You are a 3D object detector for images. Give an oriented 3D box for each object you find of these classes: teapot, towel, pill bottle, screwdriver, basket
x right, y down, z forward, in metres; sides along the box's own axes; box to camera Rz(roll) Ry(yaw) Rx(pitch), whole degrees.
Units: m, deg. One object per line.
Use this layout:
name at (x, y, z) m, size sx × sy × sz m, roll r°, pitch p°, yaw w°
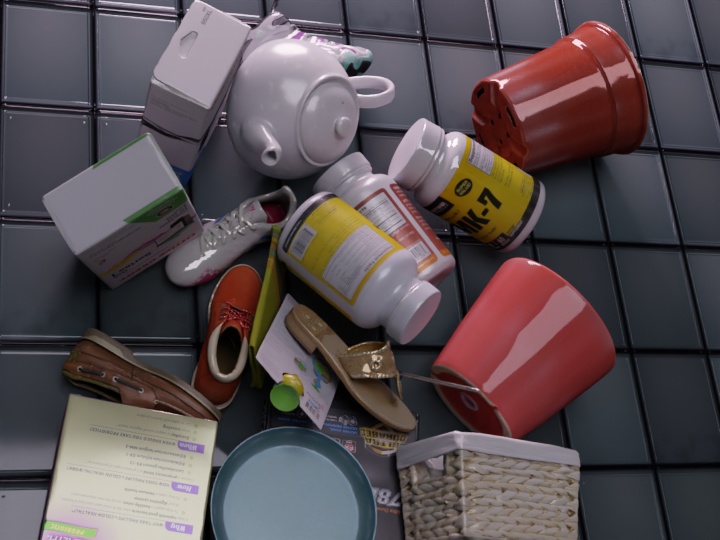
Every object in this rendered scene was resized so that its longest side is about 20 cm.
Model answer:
teapot at (-0.067, -0.206, 1.623) m, size 0.145 × 0.197 × 0.202 m, roll 19°, pitch 82°, yaw 36°
towel at (-0.118, 0.043, 1.537) m, size 0.018 × 0.087 × 0.201 m, roll 2°, pitch 47°, yaw 7°
pill bottle at (0.000, 0.000, 1.535) m, size 0.199 × 0.113 × 0.112 m, roll 38°, pitch 58°, yaw 18°
pill bottle at (0.144, -0.118, 1.692) m, size 0.199 × 0.114 × 0.115 m, roll 29°, pitch 59°, yaw -15°
pill bottle at (0.027, -0.053, 1.640) m, size 0.112 × 0.112 × 0.201 m, roll -31°, pitch 77°, yaw -28°
screwdriver at (0.063, 0.136, 1.541) m, size 0.199 × 0.028 × 0.029 m, roll 15°, pitch 77°, yaw 37°
basket at (0.155, 0.275, 1.489) m, size 0.198 × 0.135 × 0.125 m, roll 14°, pitch 66°, yaw -31°

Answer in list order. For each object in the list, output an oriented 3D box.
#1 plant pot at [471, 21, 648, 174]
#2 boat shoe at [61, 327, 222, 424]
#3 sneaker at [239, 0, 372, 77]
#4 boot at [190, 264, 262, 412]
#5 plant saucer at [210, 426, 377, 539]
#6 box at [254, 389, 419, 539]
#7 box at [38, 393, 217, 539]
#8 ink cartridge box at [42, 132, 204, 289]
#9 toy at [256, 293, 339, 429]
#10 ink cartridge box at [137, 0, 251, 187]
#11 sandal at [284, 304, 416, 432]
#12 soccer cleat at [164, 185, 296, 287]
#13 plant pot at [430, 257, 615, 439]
plant pot at (0.276, -0.233, 1.776) m, size 0.193 × 0.201 × 0.202 m, roll -21°, pitch 73°, yaw -17°
boat shoe at (-0.262, 0.150, 1.474) m, size 0.199 × 0.072 × 0.068 m, roll 28°, pitch 63°, yaw 8°
sneaker at (-0.088, -0.329, 1.755) m, size 0.198 × 0.078 × 0.141 m, roll -12°, pitch 70°, yaw -24°
boot at (-0.154, 0.068, 1.524) m, size 0.074 × 0.107 × 0.202 m, roll 15°, pitch 59°, yaw -8°
plant saucer at (-0.079, 0.282, 1.437) m, size 0.198 × 0.027 × 0.202 m, roll 7°, pitch 62°, yaw -13°
box at (-0.029, 0.259, 1.507) m, size 0.198 × 0.050 × 0.201 m, roll 11°, pitch 61°, yaw -13°
box at (-0.266, 0.263, 1.396) m, size 0.174 × 0.097 × 0.202 m, roll 12°, pitch 61°, yaw -13°
ink cartridge box at (-0.276, -0.066, 1.473) m, size 0.144 × 0.200 × 0.084 m, roll -33°, pitch 80°, yaw -6°
toy at (-0.081, 0.116, 1.511) m, size 0.115 × 0.047 × 0.200 m, roll 48°, pitch 17°, yaw -11°
ink cartridge box at (-0.220, -0.224, 1.588) m, size 0.083 × 0.200 × 0.146 m, roll 24°, pitch 60°, yaw -5°
sandal at (0.005, 0.105, 1.507) m, size 0.211 × 0.070 × 0.078 m, roll 42°, pitch 22°, yaw 2°
soccer cleat at (-0.166, -0.051, 1.588) m, size 0.199 × 0.086 × 0.070 m, roll -33°, pitch 78°, yaw -29°
plant pot at (0.197, 0.115, 1.580) m, size 0.177 × 0.201 × 0.201 m, roll -42°, pitch 83°, yaw -19°
